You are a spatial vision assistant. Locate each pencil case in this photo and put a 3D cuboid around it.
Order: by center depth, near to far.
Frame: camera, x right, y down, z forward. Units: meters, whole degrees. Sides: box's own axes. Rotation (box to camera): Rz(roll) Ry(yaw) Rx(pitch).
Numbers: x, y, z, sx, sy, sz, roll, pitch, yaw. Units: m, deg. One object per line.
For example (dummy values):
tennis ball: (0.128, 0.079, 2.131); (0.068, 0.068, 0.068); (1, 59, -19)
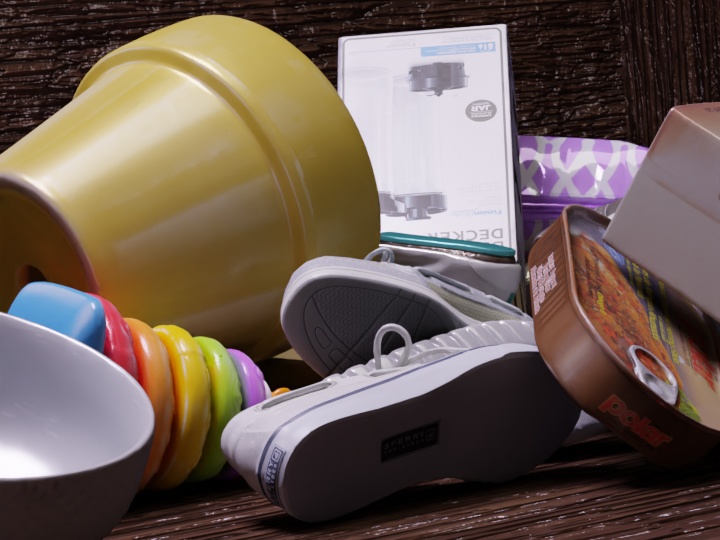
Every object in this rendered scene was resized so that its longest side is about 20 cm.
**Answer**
pencil case: (0.129, -0.047, 1.759); (0.200, 0.084, 0.085); (1, 1, 6)

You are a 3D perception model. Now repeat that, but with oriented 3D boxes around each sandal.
sandal: (0.051, 0.074, 1.413); (0.203, 0.082, 0.050); (-7, -38, -21)

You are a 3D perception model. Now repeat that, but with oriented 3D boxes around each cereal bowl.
cereal bowl: (-0.194, 0.084, 1.164); (0.200, 0.083, 0.200); (10, 18, -4)

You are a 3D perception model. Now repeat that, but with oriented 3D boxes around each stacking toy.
stacking toy: (-0.087, 0.073, 1.387); (0.200, 0.116, 0.110); (6, 2, -29)

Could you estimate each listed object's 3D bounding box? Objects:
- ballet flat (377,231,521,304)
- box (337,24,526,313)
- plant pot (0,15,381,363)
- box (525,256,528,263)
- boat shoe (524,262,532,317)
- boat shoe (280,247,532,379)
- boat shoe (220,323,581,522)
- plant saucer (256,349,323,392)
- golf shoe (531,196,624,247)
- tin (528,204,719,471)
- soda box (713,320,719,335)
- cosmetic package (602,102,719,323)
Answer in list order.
ballet flat: (0.000, 0.000, 1.578); (0.200, 0.069, 0.069); (14, 13, 27)
box: (0.044, -0.061, 1.693); (0.117, 0.200, 0.060); (-3, -38, 6)
plant pot: (-0.123, -0.023, 1.500); (0.201, 0.201, 0.189); (0, 21, 44)
box: (0.113, 0.024, 1.827); (0.200, 0.078, 0.095); (-5, 5, -8)
boat shoe: (0.182, 0.036, 1.731); (0.200, 0.072, 0.065); (7, 22, -32)
boat shoe: (0.035, 0.034, 1.468); (0.202, 0.074, 0.065); (16, 26, -35)
boat shoe: (0.015, 0.072, 1.323); (0.202, 0.075, 0.086); (-16, 27, -36)
plant saucer: (0.022, 0.063, 1.621); (0.200, 0.048, 0.200); (-8, 6, -35)
golf shoe: (0.136, 0.009, 1.548); (0.094, 0.078, 0.200); (-12, 11, 31)
tin: (0.139, 0.034, 1.371); (0.112, 0.042, 0.200); (34, 20, -12)
soda box: (0.247, 0.031, 1.675); (0.063, 0.068, 0.200); (-1, 6, 36)
cosmetic package: (0.241, -0.001, 1.380); (0.200, 0.087, 0.103); (37, 23, 25)
